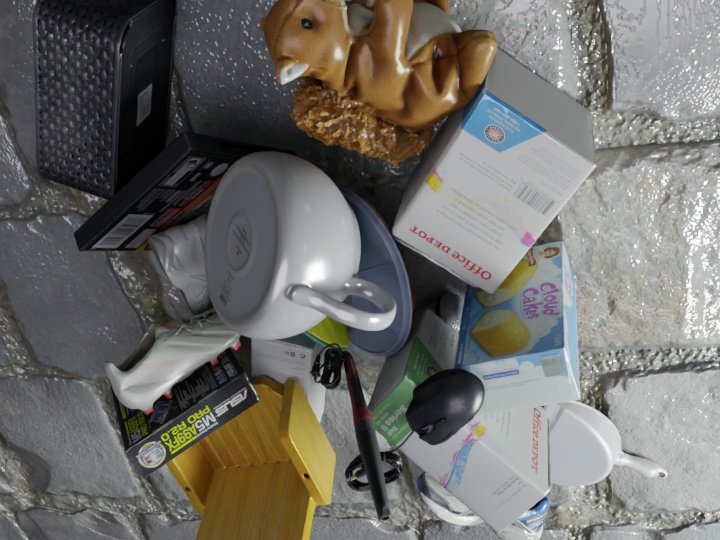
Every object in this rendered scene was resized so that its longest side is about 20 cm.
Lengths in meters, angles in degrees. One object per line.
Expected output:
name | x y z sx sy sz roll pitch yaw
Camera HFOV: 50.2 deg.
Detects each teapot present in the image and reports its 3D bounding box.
teapot | -0.063 -0.021 0.796 0.143 0.206 0.196 5 162 -37

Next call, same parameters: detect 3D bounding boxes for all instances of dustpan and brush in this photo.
dustpan and brush | 0.311 0.241 1.008 0.196 0.058 0.142 25 127 6

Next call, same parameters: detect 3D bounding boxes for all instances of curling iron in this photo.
curling iron | -0.006 0.161 0.786 0.049 0.203 0.026 -23 143 -1

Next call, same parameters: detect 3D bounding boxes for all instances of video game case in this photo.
video game case | -0.189 -0.079 0.854 0.198 0.179 0.026 -34 74 29

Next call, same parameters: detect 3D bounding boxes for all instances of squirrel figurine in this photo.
squirrel figurine | -0.005 -0.184 0.716 0.182 0.144 0.202 -2 141 -24

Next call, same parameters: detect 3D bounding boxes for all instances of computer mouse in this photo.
computer mouse | 0.050 0.169 0.774 0.058 0.034 0.200 39 117 -5

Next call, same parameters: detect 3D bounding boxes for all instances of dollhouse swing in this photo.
dollhouse swing | -0.155 0.265 0.932 0.195 0.177 0.185 -12 119 25

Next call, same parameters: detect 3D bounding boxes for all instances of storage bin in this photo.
storage bin | -0.267 -0.193 0.811 0.091 0.136 0.204 16 125 2

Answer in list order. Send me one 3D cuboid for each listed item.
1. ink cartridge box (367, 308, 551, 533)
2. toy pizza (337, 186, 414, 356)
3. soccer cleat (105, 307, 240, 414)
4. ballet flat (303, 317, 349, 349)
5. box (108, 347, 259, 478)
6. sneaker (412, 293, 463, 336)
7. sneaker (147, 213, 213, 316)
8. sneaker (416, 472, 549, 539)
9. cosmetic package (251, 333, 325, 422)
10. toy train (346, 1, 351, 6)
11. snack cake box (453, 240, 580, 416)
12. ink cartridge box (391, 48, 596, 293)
ink cartridge box | 0.113 0.163 0.856 0.198 0.146 0.088 38 118 -5
toy pizza | 0.000 0.000 0.881 0.199 0.031 0.205 37 138 41
soccer cleat | -0.204 0.082 0.901 0.069 0.199 0.079 4 129 59
ballet flat | -0.083 0.014 0.918 0.198 0.066 0.068 37 111 21
box | -0.224 0.145 0.951 0.158 0.200 0.045 -33 117 -11
sneaker | 0.102 0.129 0.970 0.112 0.076 0.204 -14 113 23
sneaker | -0.189 -0.001 0.926 0.071 0.079 0.201 55 169 17
sneaker | 0.175 0.311 1.078 0.195 0.078 0.087 20 116 -8
cosmetic package | -0.090 0.140 1.004 0.082 0.108 0.204 12 124 6
toy train | -0.026 -0.290 0.749 0.055 0.042 0.204 9 125 -5
snack cake box | 0.171 0.057 0.824 0.112 0.202 0.068 -14 118 22
ink cartridge box | 0.127 -0.092 0.785 0.127 0.126 0.201 30 126 -7
